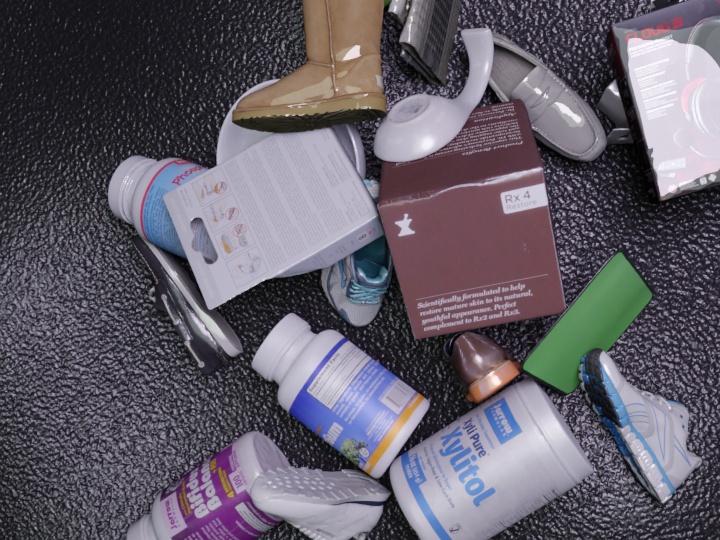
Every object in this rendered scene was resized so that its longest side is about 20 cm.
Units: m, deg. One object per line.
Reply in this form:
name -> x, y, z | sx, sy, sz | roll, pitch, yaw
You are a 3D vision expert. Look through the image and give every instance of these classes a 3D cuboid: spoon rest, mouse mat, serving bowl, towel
spoon rest -> 0.088, -0.181, 0.964 | 0.099, 0.061, 0.200 | 10, 53, 43
mouse mat -> 0.250, 0.063, 0.964 | 0.161, 0.200, 0.008 | -51, 58, 6
serving bowl -> -0.075, -0.128, 1.070 | 0.199, 0.066, 0.202 | 7, 106, 26
towel -> 0.081, -0.322, 0.995 | 0.034, 0.192, 0.202 | 10, 90, 16

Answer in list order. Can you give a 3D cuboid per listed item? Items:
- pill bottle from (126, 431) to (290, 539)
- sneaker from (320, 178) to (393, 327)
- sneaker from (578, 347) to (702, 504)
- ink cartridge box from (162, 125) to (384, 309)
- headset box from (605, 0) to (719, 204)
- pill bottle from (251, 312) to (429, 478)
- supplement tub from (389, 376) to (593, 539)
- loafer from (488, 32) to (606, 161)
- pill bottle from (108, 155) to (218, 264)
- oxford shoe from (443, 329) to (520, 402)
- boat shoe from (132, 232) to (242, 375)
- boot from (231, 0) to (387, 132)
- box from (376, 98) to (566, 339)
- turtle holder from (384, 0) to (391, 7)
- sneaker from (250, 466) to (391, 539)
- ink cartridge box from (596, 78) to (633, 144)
pill bottle -> -0.180, 0.292, 1.076 | 0.199, 0.112, 0.113 | -35, 84, 7
sneaker -> 0.000, 0.000, 1.016 | 0.077, 0.087, 0.201 | -8, 132, -11
sneaker -> 0.319, 0.160, 1.005 | 0.086, 0.075, 0.201 | -34, 106, -4
ink cartridge box -> -0.092, -0.062, 0.950 | 0.199, 0.057, 0.163 | -31, 61, 6
headset box -> 0.335, -0.182, 0.876 | 0.148, 0.075, 0.202 | -15, 89, 11
pill bottle -> -0.027, 0.142, 1.050 | 0.199, 0.112, 0.112 | 36, 96, 9
supplement tub -> 0.145, 0.225, 1.010 | 0.199, 0.132, 0.132 | -35, 84, 8
loafer -> 0.196, -0.198, 1.011 | 0.200, 0.070, 0.070 | 47, 109, 23
pill bottle -> -0.197, -0.069, 1.050 | 0.199, 0.109, 0.110 | 21, 93, 24
oxford shoe -> 0.131, 0.097, 0.979 | 0.071, 0.200, 0.073 | -35, 81, -2
boat shoe -> -0.229, 0.039, 1.110 | 0.060, 0.074, 0.200 | -38, 92, 3
boot -> -0.052, -0.252, 0.934 | 0.174, 0.066, 0.202 | -4, 82, 8
box -> 0.118, -0.060, 0.955 | 0.165, 0.200, 0.165 | -11, 119, 11
turtle holder -> 0.005, -0.394, 1.031 | 0.186, 0.140, 0.132 | -57, 40, 30
sneaker -> -0.048, 0.276, 1.021 | 0.076, 0.199, 0.081 | 33, 101, 47
ink cartridge box -> 0.360, -0.201, 0.975 | 0.125, 0.129, 0.200 | 45, 98, 7
